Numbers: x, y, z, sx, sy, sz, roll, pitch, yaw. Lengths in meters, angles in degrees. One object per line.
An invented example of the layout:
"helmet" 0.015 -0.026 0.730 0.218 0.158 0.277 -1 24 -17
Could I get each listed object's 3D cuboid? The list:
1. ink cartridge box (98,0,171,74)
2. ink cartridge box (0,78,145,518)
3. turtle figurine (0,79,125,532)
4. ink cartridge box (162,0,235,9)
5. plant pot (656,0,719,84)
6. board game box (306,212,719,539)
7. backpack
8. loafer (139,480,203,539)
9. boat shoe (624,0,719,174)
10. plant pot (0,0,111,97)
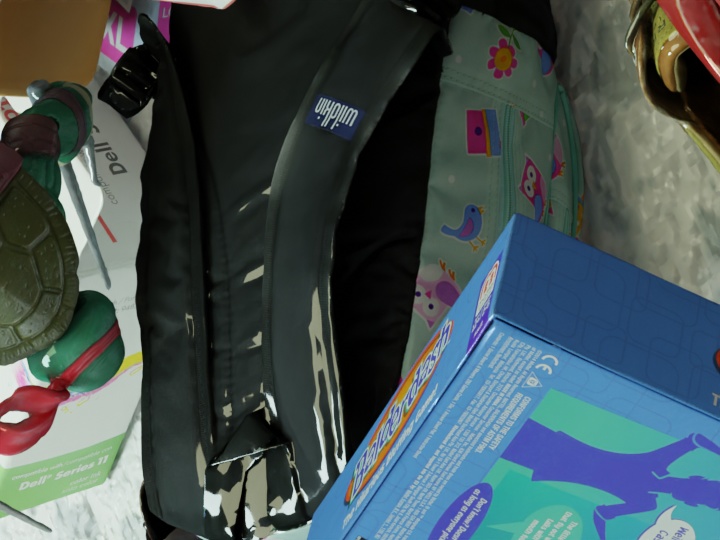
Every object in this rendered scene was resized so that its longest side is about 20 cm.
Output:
"ink cartridge box" -0.093 -0.182 1.142 0.119 0.042 0.201 38 128 40
"ink cartridge box" -0.132 -0.007 1.224 0.117 0.067 0.201 54 140 27
"turtle figurine" -0.138 -0.015 0.976 0.200 0.150 0.101 44 161 -12
"ink cartridge box" -0.050 -0.194 0.896 0.116 0.067 0.201 149 123 -63
"plant pot" 0.143 -0.128 0.712 0.183 0.199 0.201 48 136 39
"board game box" 0.099 0.083 0.858 0.152 0.199 0.045 -57 12 44
"backpack" 0.000 0.000 0.978 0.166 0.126 0.201 -14 68 47
"loafer" -0.053 0.085 1.081 0.072 0.063 0.200 -60 13 10
"boat shoe" 0.114 -0.078 0.873 0.200 0.068 0.072 53 139 30
"plant pot" -0.174 -0.164 1.077 0.200 0.199 0.141 32 110 43
